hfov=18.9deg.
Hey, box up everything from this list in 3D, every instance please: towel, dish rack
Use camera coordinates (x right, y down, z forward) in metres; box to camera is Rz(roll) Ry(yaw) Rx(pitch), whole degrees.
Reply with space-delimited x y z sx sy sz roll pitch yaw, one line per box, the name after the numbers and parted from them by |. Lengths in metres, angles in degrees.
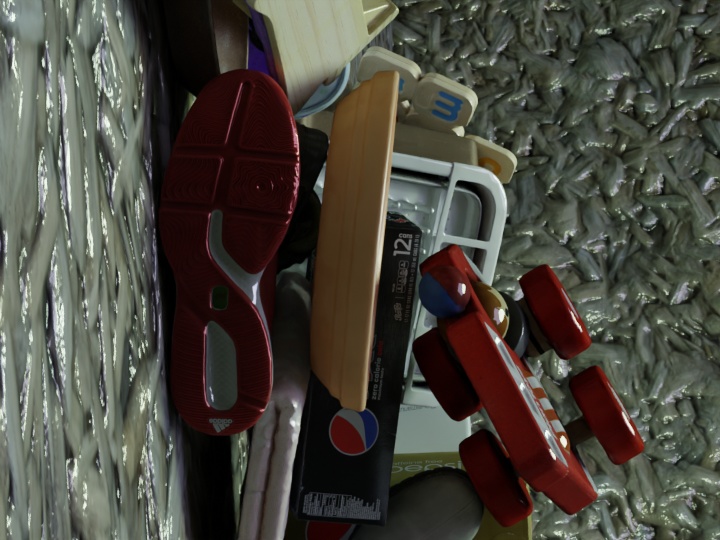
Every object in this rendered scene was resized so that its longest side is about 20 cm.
-0.056 0.122 1.342 0.200 0.032 0.193 -91 -171 -70 | towel
0.000 0.000 1.493 0.043 0.199 0.173 22 -79 55 | dish rack

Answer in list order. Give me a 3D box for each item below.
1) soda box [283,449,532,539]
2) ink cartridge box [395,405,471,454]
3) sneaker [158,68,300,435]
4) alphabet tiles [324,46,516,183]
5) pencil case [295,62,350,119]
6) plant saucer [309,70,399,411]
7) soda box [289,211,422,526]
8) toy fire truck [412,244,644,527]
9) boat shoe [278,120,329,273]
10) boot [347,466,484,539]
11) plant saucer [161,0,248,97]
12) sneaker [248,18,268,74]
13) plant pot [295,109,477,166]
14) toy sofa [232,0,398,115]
0.020 0.171 1.524 0.064 0.198 0.068 -86 173 -73 | soda box
-0.001 0.061 1.593 0.083 0.144 0.202 -145 -130 -70 | ink cartridge box
-0.079 -0.016 1.231 0.116 0.078 0.202 -122 -139 -80 | sneaker
0.028 -0.098 1.772 0.201 0.194 0.015 110 6 -51 | alphabet tiles
-0.043 -0.195 1.671 0.201 0.082 0.091 -84 -172 -60 | pencil case
-0.004 -0.019 1.279 0.200 0.037 0.202 7 90 -89 | plant saucer
-0.008 0.062 1.429 0.071 0.063 0.202 -139 -124 -74 | soda box
0.095 0.065 1.416 0.201 0.112 0.168 64 8 26 | toy fire truck
-0.054 -0.029 1.327 0.201 0.065 0.072 101 3 -60 | boat shoe
0.004 0.224 1.428 0.068 0.199 0.131 49 13 -18 | boot
-0.093 -0.189 1.281 0.200 0.034 0.202 -3 90 -87 | plant saucer
-0.049 -0.173 1.403 0.201 0.069 0.100 105 -18 -48 | sneaker
0.008 -0.045 1.700 0.200 0.173 0.202 -3 90 -86 | plant pot
-0.044 -0.171 1.183 0.083 0.098 0.200 43 -9 14 | toy sofa
